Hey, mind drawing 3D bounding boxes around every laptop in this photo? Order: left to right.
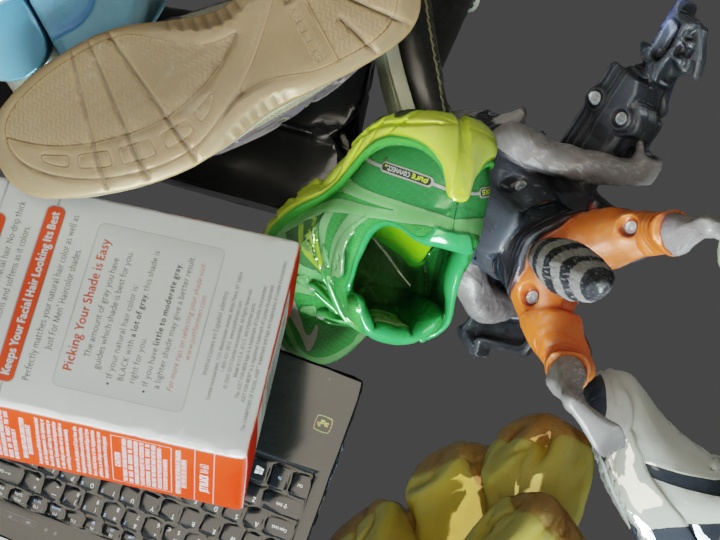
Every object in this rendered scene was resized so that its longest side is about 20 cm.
[{"bbox_3d":[-0.116,0.112,0.974,0.176,0.103,0.201,20,88,6],"label":"laptop"}]

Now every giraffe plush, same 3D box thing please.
[{"bbox_3d":[0.073,0.192,1.018,0.162,0.200,0.172,45,135,-18],"label":"giraffe plush"}]

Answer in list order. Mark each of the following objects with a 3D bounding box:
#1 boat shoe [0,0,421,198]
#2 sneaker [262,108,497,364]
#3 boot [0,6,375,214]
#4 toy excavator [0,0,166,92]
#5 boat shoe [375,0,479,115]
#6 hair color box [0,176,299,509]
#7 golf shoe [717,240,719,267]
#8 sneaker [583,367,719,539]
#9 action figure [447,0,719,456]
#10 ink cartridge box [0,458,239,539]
[{"bbox_3d":[-0.065,-0.084,0.976,0.199,0.065,0.072,-27,82,1],"label":"boat shoe"},{"bbox_3d":[0.000,0.000,1.009,0.074,0.200,0.084,11,61,-17],"label":"sneaker"},{"bbox_3d":[-0.087,-0.123,1.078,0.199,0.066,0.166,16,102,12],"label":"boot"},{"bbox_3d":[-0.143,-0.105,1.021,0.194,0.100,0.201,-26,101,13],"label":"toy excavator"},{"bbox_3d":[0.033,-0.149,1.049,0.067,0.072,0.201,-4,69,0],"label":"boat shoe"},{"bbox_3d":[-0.135,0.026,0.977,0.199,0.064,0.112,13,61,1],"label":"hair color box"},{"bbox_3d":[0.255,-0.040,1.044,0.199,0.092,0.076,-14,71,-16],"label":"golf shoe"},{"bbox_3d":[0.198,0.114,1.039,0.129,0.079,0.200,-30,81,-1],"label":"sneaker"},{"bbox_3d":[0.097,-0.037,1.011,0.193,0.104,0.201,39,106,49],"label":"action figure"},{"bbox_3d":[-0.124,0.150,1.068,0.144,0.084,0.202,3,88,5],"label":"ink cartridge box"}]
